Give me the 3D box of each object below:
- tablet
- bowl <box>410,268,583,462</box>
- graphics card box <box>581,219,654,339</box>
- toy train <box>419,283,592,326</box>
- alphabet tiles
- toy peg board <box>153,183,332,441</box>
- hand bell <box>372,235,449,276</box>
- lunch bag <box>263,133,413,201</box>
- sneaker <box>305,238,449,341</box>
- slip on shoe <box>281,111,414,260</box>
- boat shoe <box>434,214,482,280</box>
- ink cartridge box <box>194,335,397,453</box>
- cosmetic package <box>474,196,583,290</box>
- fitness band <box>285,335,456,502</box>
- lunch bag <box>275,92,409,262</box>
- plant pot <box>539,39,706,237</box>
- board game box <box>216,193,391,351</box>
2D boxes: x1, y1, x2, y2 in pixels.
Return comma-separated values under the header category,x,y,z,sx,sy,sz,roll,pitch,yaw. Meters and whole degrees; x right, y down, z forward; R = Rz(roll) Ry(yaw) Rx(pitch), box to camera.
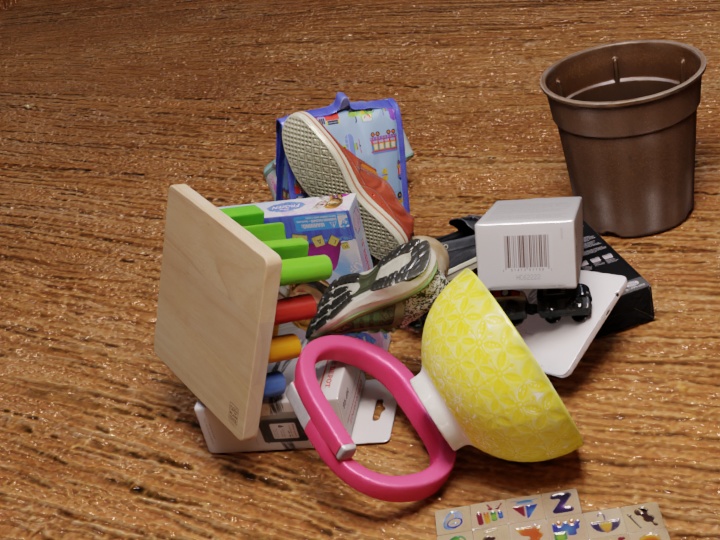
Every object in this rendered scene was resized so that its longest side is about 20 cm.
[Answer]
category,x,y,z,sx,sy,sz,roll,pitch,yaw
tablet,0.187,0.046,1.195,0.130,0.014,0.200,-54,31,-16
bowl,0.112,0.109,1.043,0.108,0.200,0.200,-33,30,2
graphics card box,0.241,0.010,1.280,0.125,0.051,0.200,-18,29,-7
toy train,0.144,0.034,1.155,0.199,0.034,0.046,-5,58,23
alphabet tiles,0.167,0.249,0.940,0.199,0.008,0.167,-10,29,6
toy peg board,-0.119,0.035,1.134,0.098,0.200,0.200,-8,29,-35
hand bell,0.090,0.060,1.227,0.104,0.104,0.200,-19,42,-10
lunch bag,-0.039,-0.155,1.586,0.200,0.077,0.160,-17,-4,-32
sneaker,0.022,0.045,1.148,0.200,0.089,0.077,-27,29,41
slip on shoe,-0.013,-0.099,1.231,0.074,0.200,0.061,-32,15,44
boat shoe,0.144,-0.042,1.388,0.200,0.062,0.075,-26,10,-20
ink cartridge box,-0.064,0.131,1.182,0.199,0.067,0.116,-6,31,14
cosmetic package,0.184,-0.032,1.172,0.101,0.071,0.200,-2,10,14
fitness band,0.011,0.141,1.077,0.143,0.037,0.200,-1,41,-35
lunch bag,-0.022,-0.110,1.294,0.150,0.201,0.094,-11,28,-21
plant pot,0.340,-0.162,1.386,0.200,0.199,0.200,-11,28,6
board game box,-0.082,0.015,1.257,0.199,0.200,0.041,-5,32,17
